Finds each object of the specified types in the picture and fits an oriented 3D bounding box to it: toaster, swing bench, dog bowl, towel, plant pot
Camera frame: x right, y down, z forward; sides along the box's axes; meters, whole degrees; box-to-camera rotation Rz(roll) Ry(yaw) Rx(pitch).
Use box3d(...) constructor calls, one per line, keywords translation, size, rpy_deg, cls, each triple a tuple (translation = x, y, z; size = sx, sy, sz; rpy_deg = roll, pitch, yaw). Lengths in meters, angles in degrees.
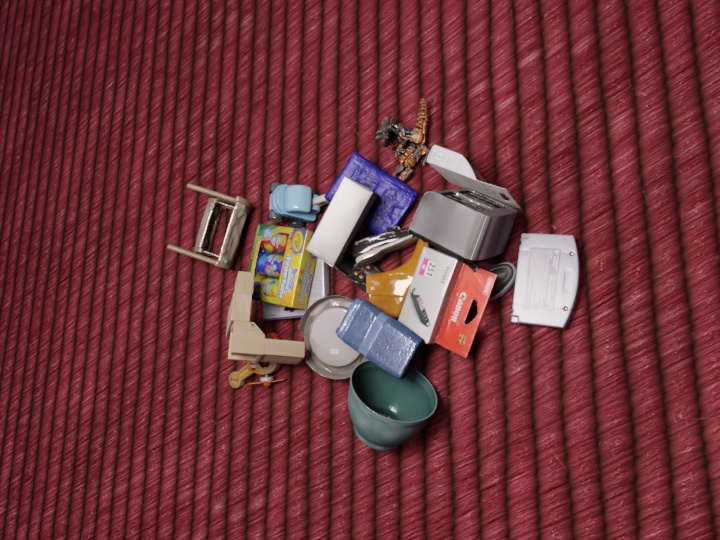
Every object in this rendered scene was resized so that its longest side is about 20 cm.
box3d(translation=(0.233, -0.099, 1.285), size=(0.199, 0.180, 0.120), rpy_deg=(30, 116, 30), cls="toaster")
box3d(translation=(-0.414, -0.119, 1.673), size=(0.199, 0.130, 0.201), rpy_deg=(17, 86, 24), cls="swing bench")
box3d(translation=(-0.052, 0.162, 1.435), size=(0.198, 0.059, 0.202), rpy_deg=(0, 90, 18), cls="dog bowl")
box3d(translation=(0.043, 0.153, 1.328), size=(0.199, 0.048, 0.112), rpy_deg=(32, 94, 28), cls="towel")
box3d(translation=(0.056, 0.313, 1.308), size=(0.200, 0.200, 0.135), rpy_deg=(36, 123, 29), cls="plant pot")
box3d(translation=(0.025, -0.186, 1.457), size=(0.199, 0.050, 0.148), rpy_deg=(34, 95, 4), cls="towel")

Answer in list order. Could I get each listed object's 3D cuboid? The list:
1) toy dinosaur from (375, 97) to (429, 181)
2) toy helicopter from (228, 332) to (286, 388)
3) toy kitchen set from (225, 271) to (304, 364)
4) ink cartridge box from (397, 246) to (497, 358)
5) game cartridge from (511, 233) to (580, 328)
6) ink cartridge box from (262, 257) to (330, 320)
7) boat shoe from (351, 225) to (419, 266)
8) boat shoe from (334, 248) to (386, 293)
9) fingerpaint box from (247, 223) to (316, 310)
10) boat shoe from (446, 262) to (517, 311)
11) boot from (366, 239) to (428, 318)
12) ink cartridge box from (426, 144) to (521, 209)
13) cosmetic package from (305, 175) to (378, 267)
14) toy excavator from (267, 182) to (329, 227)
box3d(translation=(0.120, -0.331, 1.474), size=(0.135, 0.102, 0.201), rpy_deg=(22, 71, 15), cls="toy dinosaur")
box3d(translation=(-0.279, 0.264, 1.559), size=(0.200, 0.079, 0.133), rpy_deg=(-38, 73, 27), cls="toy helicopter")
box3d(translation=(-0.242, 0.133, 1.469), size=(0.179, 0.163, 0.202), rpy_deg=(7, 67, -16), cls="toy kitchen set")
box3d(translation=(0.186, 0.070, 1.293), size=(0.173, 0.043, 0.202), rpy_deg=(24, 99, 35), cls="ink cartridge box")
box3d(translation=(0.404, 0.021, 1.263), size=(0.132, 0.041, 0.202), rpy_deg=(5, 81, 32), cls="game cartridge")
box3d(translation=(-0.173, 0.030, 1.560), size=(0.198, 0.041, 0.202), rpy_deg=(-7, 77, 27), cls="ink cartridge box")
box3d(translation=(0.073, -0.076, 1.417), size=(0.199, 0.074, 0.061), rpy_deg=(-24, 73, 5), cls="boat shoe")
box3d(translation=(-0.002, 0.002, 1.465), size=(0.201, 0.063, 0.074), rpy_deg=(35, 91, 27), cls="boat shoe")
box3d(translation=(-0.206, -0.011, 1.519), size=(0.166, 0.073, 0.202), rpy_deg=(9, 85, 29), cls="fingerpaint box")
box3d(translation=(0.262, 0.044, 1.319), size=(0.199, 0.057, 0.069), rpy_deg=(-33, 66, 18), cls="boat shoe")
box3d(translation=(0.085, 0.013, 1.384), size=(0.143, 0.071, 0.203), rpy_deg=(6, 88, -1), cls="boot")
box3d(translation=(0.265, -0.210, 1.314), size=(0.199, 0.160, 0.048), rpy_deg=(26, 93, 29), cls="ink cartridge box")
box3d(translation=(-0.043, -0.119, 1.401), size=(0.090, 0.107, 0.201), rpy_deg=(33, 101, 5), cls="cosmetic package")
box3d(translation=(-0.128, -0.179, 1.539), size=(0.199, 0.193, 0.101), rpy_deg=(-12, 71, 54), cls="toy excavator")
